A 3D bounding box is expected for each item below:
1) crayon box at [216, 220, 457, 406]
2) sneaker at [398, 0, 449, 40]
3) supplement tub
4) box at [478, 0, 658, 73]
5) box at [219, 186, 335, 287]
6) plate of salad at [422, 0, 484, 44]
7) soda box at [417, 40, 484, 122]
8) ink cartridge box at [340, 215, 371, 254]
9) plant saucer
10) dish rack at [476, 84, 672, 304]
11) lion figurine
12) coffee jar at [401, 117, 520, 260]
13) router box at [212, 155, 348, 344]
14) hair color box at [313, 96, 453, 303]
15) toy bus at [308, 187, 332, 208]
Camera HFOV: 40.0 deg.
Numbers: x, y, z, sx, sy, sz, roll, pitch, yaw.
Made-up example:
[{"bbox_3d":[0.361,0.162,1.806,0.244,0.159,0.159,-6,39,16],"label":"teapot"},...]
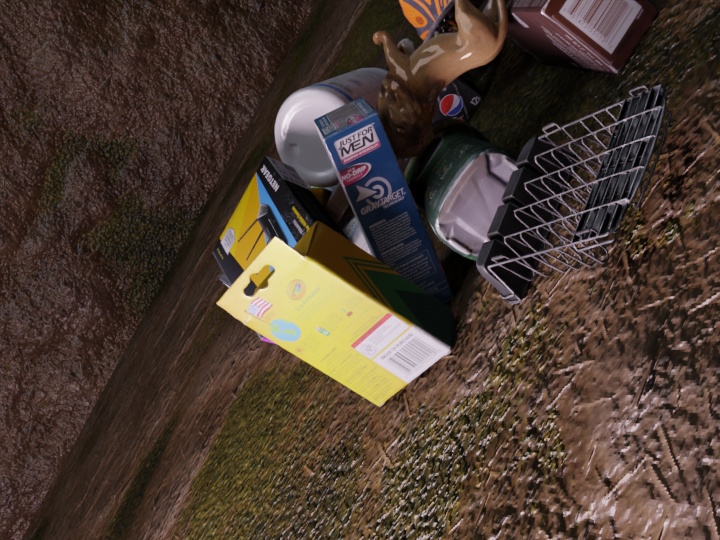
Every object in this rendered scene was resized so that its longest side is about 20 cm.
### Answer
[{"bbox_3d":[-0.022,0.037,0.941,0.127,0.198,0.051,-42,22,42],"label":"crayon box"},{"bbox_3d":[0.103,-0.362,1.228,0.078,0.111,0.202,-44,-21,-40],"label":"sneaker"},{"bbox_3d":[-0.019,-0.199,1.351,0.132,0.132,0.200,-48,-7,30],"label":"supplement tub"},{"bbox_3d":[0.198,-0.258,0.987,0.076,0.099,0.200,-55,16,7],"label":"box"},{"bbox_3d":[-0.095,-0.039,1.418,0.157,0.046,0.202,24,81,38],"label":"box"},{"bbox_3d":[0.156,-0.302,1.155,0.198,0.048,0.200,-34,-10,-7],"label":"plate of salad"},{"bbox_3d":[0.103,-0.243,1.306,0.071,0.063,0.201,-54,18,16],"label":"soda box"},{"bbox_3d":[0.000,0.000,1.173,0.119,0.067,0.200,-61,16,-7],"label":"ink cartridge box"},{"bbox_3d":[0.014,-0.122,1.274,0.201,0.034,0.200,-51,-8,-9],"label":"plant saucer"},{"bbox_3d":[0.176,-0.062,0.796,0.199,0.054,0.156,-20,43,63],"label":"dish rack"},{"bbox_3d":[0.084,-0.212,0.988,0.199,0.072,0.124,-39,57,31],"label":"lion figurine"},{"bbox_3d":[0.103,-0.089,0.996,0.105,0.085,0.200,-55,17,11],"label":"coffee jar"},{"bbox_3d":[-0.100,-0.026,1.199,0.151,0.050,0.200,-59,37,16],"label":"router box"},{"bbox_3d":[0.023,-0.062,0.985,0.060,0.203,0.100,-25,20,0],"label":"hair color box"},{"bbox_3d":[-0.077,-0.006,1.302,0.078,0.064,0.205,2,-89,-79],"label":"toy bus"}]
